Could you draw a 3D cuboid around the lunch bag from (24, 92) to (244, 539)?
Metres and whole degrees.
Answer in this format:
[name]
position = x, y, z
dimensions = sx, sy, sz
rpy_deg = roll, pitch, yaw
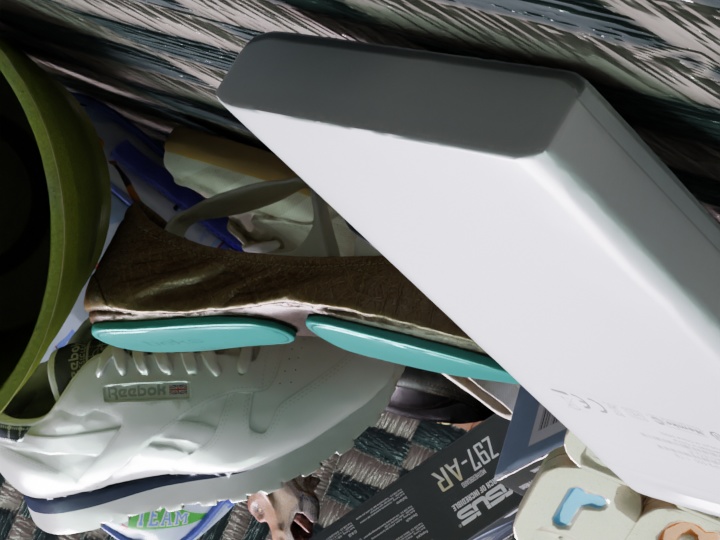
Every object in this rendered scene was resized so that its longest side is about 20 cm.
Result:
[lunch bag]
position = -0.106, 0.024, 1.179
dimensions = 0.200, 0.160, 0.076
rpy_deg = 39, -156, -5

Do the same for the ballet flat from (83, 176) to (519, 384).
[ballet flat]
position = -0.014, 0.000, 0.999
dimensions = 0.199, 0.073, 0.068
rpy_deg = 4, 168, 25

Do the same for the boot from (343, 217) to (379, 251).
[boot]
position = 0.091, 0.019, 0.794
dimensions = 0.199, 0.070, 0.132
rpy_deg = 14, 167, 40

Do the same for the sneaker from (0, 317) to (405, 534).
[sneaker]
position = -0.075, 0.050, 1.089
dimensions = 0.081, 0.199, 0.077
rpy_deg = 60, -158, -26

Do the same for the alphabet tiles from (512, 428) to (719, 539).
[alphabet tiles]
position = 0.162, 0.101, 0.939
dimensions = 0.199, 0.196, 0.015
rpy_deg = 23, -140, -3

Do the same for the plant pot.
[plant pot]
position = -0.185, -0.024, 1.026
dimensions = 0.200, 0.201, 0.193
rpy_deg = 22, -172, 9

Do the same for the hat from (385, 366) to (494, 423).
[hat]
position = 0.022, 0.028, 1.237
dimensions = 0.200, 0.081, 0.201
rpy_deg = 22, 178, 1

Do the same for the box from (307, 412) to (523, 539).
[box]
position = 0.052, 0.113, 1.251
dimensions = 0.044, 0.200, 0.160
rpy_deg = 57, -168, 10

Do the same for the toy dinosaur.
[toy dinosaur]
position = -0.042, 0.054, 1.360
dimensions = 0.085, 0.136, 0.200
rpy_deg = 16, -154, 1

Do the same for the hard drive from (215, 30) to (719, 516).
[hard drive]
position = 0.066, 0.011, 0.678
dimensions = 0.132, 0.027, 0.200
rpy_deg = 14, 157, 51

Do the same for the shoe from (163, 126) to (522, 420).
[shoe]
position = 0.000, 0.000, 1.103
dimensions = 0.199, 0.054, 0.070
rpy_deg = 28, 174, -12

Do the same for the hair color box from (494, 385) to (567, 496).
[hair color box]
position = 0.168, 0.095, 1.082
dimensions = 0.199, 0.061, 0.099
rpy_deg = 29, 150, -18

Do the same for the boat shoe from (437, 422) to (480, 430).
[boat shoe]
position = 0.085, 0.057, 1.445
dimensions = 0.067, 0.072, 0.200
rpy_deg = 16, -178, 8
